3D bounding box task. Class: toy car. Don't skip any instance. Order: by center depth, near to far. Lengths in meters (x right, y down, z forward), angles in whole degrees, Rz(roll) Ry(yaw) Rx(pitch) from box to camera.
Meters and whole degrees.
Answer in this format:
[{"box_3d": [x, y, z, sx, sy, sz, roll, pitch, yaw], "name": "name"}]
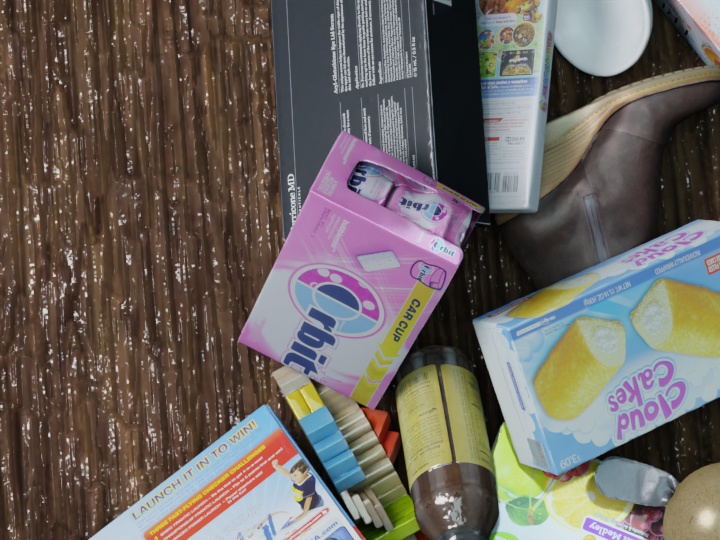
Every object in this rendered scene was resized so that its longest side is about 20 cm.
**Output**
[{"box_3d": [0.270, 0.179, 1.596, 0.199, 0.158, 0.165, -7, 92, 5], "name": "toy car"}]

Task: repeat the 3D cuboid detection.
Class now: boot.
[{"box_3d": [0.203, -0.049, 1.680, 0.199, 0.072, 0.167, -23, 90, 1], "name": "boot"}]

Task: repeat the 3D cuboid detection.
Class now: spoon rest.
[{"box_3d": [0.150, -0.236, 1.694, 0.061, 0.099, 0.200, -19, 73, -40], "name": "spoon rest"}]

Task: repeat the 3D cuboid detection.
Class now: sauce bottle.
[{"box_3d": [0.064, 0.149, 1.608, 0.064, 0.065, 0.200, -7, 50, 1], "name": "sauce bottle"}]

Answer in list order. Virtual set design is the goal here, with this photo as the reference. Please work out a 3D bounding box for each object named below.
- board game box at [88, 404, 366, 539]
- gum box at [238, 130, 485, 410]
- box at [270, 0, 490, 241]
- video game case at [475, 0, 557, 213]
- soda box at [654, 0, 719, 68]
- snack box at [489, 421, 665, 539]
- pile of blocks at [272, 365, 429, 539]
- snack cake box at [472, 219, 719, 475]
[{"box_3d": [-0.097, 0.218, 1.591, 0.200, 0.196, 0.056, -37, 125, -2], "name": "board game box"}, {"box_3d": [0.000, 0.000, 1.590, 0.113, 0.200, 0.066, 27, 50, -1], "name": "gum box"}, {"box_3d": [0.013, -0.125, 1.654, 0.141, 0.079, 0.201, -8, 81, 32], "name": "box"}, {"box_3d": [0.078, -0.142, 1.677, 0.143, 0.018, 0.201, 1, 81, 36], "name": "video game case"}, {"box_3d": [0.249, -0.230, 1.696, 0.068, 0.064, 0.200, -37, 83, -3], "name": "soda box"}, {"box_3d": [0.132, 0.230, 1.643, 0.142, 0.053, 0.201, 22, 82, 6], "name": "snack box"}, {"box_3d": [0.009, 0.146, 1.645, 0.062, 0.082, 0.200, -29, 82, -5], "name": "pile of blocks"}, {"box_3d": [0.193, 0.053, 1.614, 0.199, 0.067, 0.115, -24, 102, -18], "name": "snack cake box"}]
